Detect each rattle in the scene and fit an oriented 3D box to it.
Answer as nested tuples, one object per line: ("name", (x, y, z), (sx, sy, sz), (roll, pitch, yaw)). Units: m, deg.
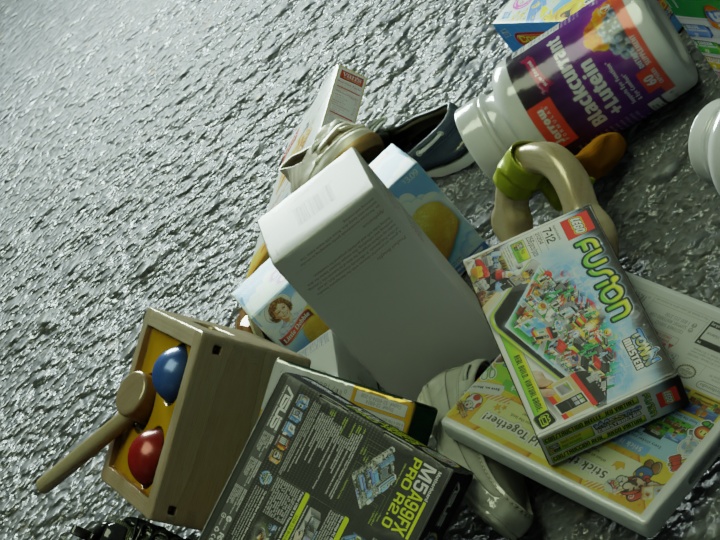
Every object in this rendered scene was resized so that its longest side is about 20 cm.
("rattle", (0.205, -0.028, 1.597), (0.200, 0.142, 0.131), (41, 117, 46))

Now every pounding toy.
("pounding toy", (-0.162, 0.132, 1.634), (0.200, 0.142, 0.185), (17, 91, 66))

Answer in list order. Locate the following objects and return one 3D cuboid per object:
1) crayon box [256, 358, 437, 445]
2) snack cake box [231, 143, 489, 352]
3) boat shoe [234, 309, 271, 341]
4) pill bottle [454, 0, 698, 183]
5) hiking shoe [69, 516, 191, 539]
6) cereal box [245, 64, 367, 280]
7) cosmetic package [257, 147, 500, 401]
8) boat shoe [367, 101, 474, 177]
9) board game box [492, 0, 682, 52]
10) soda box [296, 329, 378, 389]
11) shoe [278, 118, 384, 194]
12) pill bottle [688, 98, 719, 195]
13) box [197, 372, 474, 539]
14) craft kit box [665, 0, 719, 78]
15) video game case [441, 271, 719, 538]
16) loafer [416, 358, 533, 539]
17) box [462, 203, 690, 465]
("crayon box", (-0.032, 0.181, 1.480), (0.125, 0.052, 0.201), (16, 87, 26))
("snack cake box", (0.000, 0.000, 1.722), (0.200, 0.115, 0.067), (-44, 28, -2))
("boat shoe", (-0.095, 0.098, 1.752), (0.068, 0.072, 0.200), (-36, 29, 9))
("pill bottle", (0.187, -0.160, 1.710), (0.200, 0.111, 0.112), (-32, 30, 18))
("hiking shoe", (-0.168, 0.248, 1.597), (0.200, 0.100, 0.076), (0, 71, 56))
("cereal box", (-0.054, -0.088, 1.914), (0.144, 0.039, 0.200), (127, 162, -49))
("cosmetic package", (0.019, 0.013, 1.592), (0.107, 0.200, 0.085), (-36, 30, 6))
("boat shoe", (0.031, -0.112, 1.888), (0.200, 0.062, 0.075), (-16, 45, 42))
("board game box", (0.255, -0.289, 1.859), (0.196, 0.056, 0.200), (7, 55, 55))
("soda box", (-0.020, 0.138, 1.608), (0.064, 0.068, 0.200), (-35, 29, 15))
("shoe", (-0.032, -0.093, 1.674), (0.070, 0.053, 0.200), (-40, 1, -17))
("pill bottle", (0.334, -0.086, 1.429), (0.111, 0.111, 0.200), (-51, 30, -15))
("box", (-0.032, 0.199, 1.424), (0.160, 0.044, 0.201), (27, 93, 26))
("craft kit box", (0.333, -0.178, 1.463), (0.049, 0.200, 0.197), (-52, 29, -19))
("video game case", (0.186, 0.086, 1.404), (0.200, 0.023, 0.182), (24, 63, 42))
("loafer", (0.096, 0.130, 1.475), (0.070, 0.070, 0.200), (-40, 31, 10))
("box", (0.154, 0.043, 1.420), (0.110, 0.035, 0.200), (-25, 41, 4))
